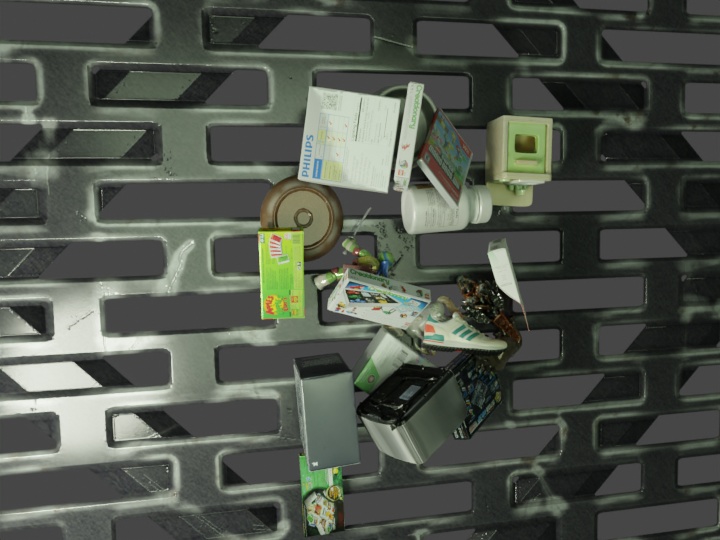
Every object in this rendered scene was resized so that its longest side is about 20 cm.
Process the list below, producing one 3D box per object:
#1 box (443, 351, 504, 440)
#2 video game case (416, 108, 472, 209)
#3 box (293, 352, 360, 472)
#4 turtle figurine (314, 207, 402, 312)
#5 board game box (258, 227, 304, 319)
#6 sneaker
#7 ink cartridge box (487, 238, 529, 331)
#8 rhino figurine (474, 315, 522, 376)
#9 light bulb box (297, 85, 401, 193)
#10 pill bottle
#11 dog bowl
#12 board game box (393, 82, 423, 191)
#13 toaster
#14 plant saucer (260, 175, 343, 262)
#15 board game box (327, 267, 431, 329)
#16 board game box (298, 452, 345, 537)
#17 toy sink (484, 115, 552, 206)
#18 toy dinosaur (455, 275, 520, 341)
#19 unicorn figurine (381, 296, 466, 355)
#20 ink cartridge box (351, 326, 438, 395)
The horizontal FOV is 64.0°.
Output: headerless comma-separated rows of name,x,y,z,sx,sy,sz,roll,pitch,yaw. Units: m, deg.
box,0.265,0.283,1.379,0.199,0.046,0.162,-28,101,-47
video game case,0.194,-0.254,1.298,0.143,0.017,0.202,46,44,-26
box,-0.078,0.310,1.295,0.121,0.198,0.204,-6,95,-10
turtle figurine,0.000,0.000,1.353,0.192,0.202,0.144,-31,129,15
board game box,-0.178,0.006,1.310,0.100,0.048,0.204,-1,105,-6
sneaker,0.242,0.142,1.329,0.196,0.070,0.095,4,72,8
ink cartridge box,0.353,0.033,1.378,0.049,0.161,0.204,-14,97,16
rhino figurine,0.333,0.193,1.400,0.199,0.059,0.089,-33,99,-42
light bulb box,-0.022,-0.282,1.258,0.196,0.125,0.202,9,98,1
pill bottle,0.203,-0.151,1.361,0.196,0.114,0.117,-6,95,-10
dog bowl,0.097,-0.340,1.357,0.196,0.059,0.204,-1,94,-10
board game box,0.103,-0.286,1.252,0.034,0.126,0.204,9,87,3
toaster,0.103,0.301,1.225,0.199,0.180,0.120,-37,105,-30
plant saucer,-0.134,-0.121,1.339,0.196,0.037,0.205,-1,93,-10
board game box,0.040,0.065,1.267,0.197,0.127,0.035,16,50,-17
board game box,-0.093,0.538,1.397,0.103,0.023,0.204,-3,95,-8
toy sink,0.381,-0.260,1.388,0.128,0.112,0.204,1,93,-10
toy dinosaur,0.305,0.082,1.371,0.198,0.136,0.104,25,89,21
unicorn figurine,0.153,0.136,1.399,0.199,0.074,0.138,-37,90,-21
ink cartridge box,0.094,0.256,1.381,0.199,0.087,0.146,36,88,-10
